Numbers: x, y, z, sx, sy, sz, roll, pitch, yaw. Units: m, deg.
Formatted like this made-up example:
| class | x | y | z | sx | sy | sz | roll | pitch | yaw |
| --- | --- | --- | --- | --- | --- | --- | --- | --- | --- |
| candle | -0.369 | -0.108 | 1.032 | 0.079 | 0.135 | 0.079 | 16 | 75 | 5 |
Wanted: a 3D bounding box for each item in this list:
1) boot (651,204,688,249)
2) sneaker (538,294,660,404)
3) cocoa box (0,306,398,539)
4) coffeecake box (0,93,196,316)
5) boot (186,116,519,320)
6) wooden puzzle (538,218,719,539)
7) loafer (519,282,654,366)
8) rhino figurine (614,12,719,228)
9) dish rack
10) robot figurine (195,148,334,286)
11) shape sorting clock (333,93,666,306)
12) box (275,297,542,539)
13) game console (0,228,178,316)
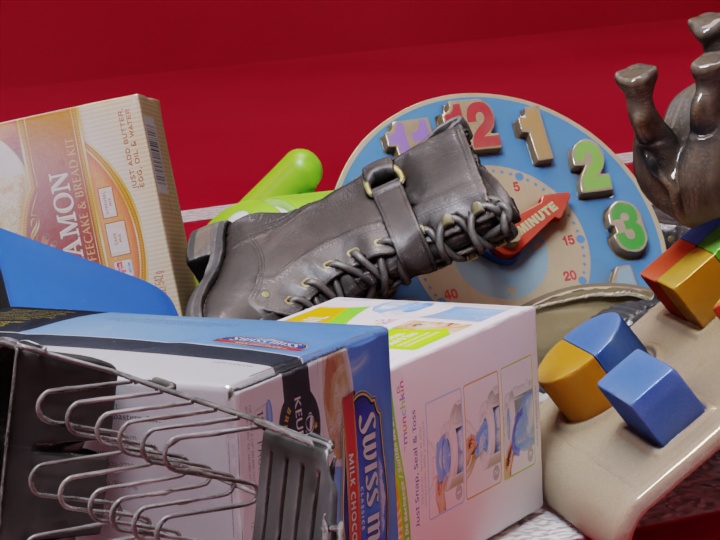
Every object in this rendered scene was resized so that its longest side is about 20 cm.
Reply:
| class | x | y | z | sx | sy | sz | roll | pitch | yaw |
| --- | --- | --- | --- | --- | --- | --- | --- | --- | --- |
| boot | 0.249 | -0.013 | 1.806 | 0.174 | 0.070 | 0.200 | 7 | -4 | 27 |
| sneaker | 0.170 | 0.055 | 1.552 | 0.200 | 0.080 | 0.077 | -26 | 33 | -20 |
| cocoa box | -0.099 | 0.091 | 1.224 | 0.199 | 0.134 | 0.131 | 2 | 10 | 29 |
| coffeecake box | -0.196 | 0.000 | 1.630 | 0.199 | 0.154 | 0.073 | -12 | -1 | 6 |
| boot | 0.000 | 0.000 | 1.551 | 0.174 | 0.069 | 0.200 | -22 | 36 | 8 |
| wooden puzzle | 0.155 | 0.033 | 1.413 | 0.200 | 0.046 | 0.185 | -45 | 16 | -3 |
| loafer | 0.084 | 0.058 | 1.579 | 0.199 | 0.076 | 0.067 | -15 | 13 | -11 |
| rhino figurine | 0.193 | -0.086 | 1.484 | 0.060 | 0.088 | 0.200 | 4 | 23 | 34 |
| dish rack | -0.076 | 0.113 | 1.062 | 0.054 | 0.154 | 0.200 | 1 | 7 | -34 |
| robot figurine | -0.015 | 0.012 | 1.730 | 0.199 | 0.116 | 0.176 | -7 | 42 | -32 |
| shape sorting clock | 0.078 | -0.011 | 1.661 | 0.199 | 0.201 | 0.039 | -6 | -27 | -18 |
| box | -0.007 | 0.080 | 1.363 | 0.112 | 0.102 | 0.200 | 2 | 11 | 27 |
| game console | -0.180 | 0.048 | 1.439 | 0.170 | 0.118 | 0.200 | -37 | 20 | 1 |
